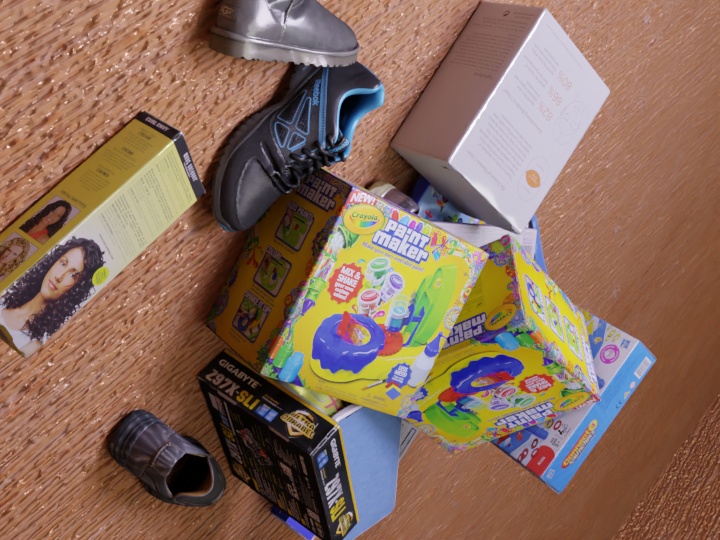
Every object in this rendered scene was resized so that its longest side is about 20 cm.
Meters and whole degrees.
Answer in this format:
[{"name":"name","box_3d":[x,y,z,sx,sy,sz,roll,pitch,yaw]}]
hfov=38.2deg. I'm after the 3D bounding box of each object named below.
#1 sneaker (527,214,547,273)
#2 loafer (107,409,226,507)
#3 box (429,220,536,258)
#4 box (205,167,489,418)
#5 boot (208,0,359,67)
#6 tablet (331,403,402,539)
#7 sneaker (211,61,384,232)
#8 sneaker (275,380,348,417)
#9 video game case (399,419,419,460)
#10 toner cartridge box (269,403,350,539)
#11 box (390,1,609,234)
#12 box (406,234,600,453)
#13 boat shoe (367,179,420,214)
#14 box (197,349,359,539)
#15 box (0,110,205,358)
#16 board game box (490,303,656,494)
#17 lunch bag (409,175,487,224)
[{"name":"sneaker","box_3d":[0.194,-0.024,1.377,0.078,0.070,0.202,-25,100,-34]},{"name":"loafer","box_3d":[-0.180,0.208,1.051,0.073,0.072,0.200,-56,152,-10]},{"name":"box","box_3d":[0.132,-0.036,1.230,0.199,0.039,0.042,0,97,-42]},{"name":"box","box_3d":[-0.012,0.018,1.038,0.199,0.122,0.194,22,97,-40]},{"name":"boot","box_3d":[-0.043,-0.273,0.853,0.181,0.072,0.202,-14,121,-56]},{"name":"tablet","box_3d":[0.004,0.235,1.246,0.130,0.014,0.202,-24,128,-43]},{"name":"sneaker","box_3d":[-0.058,-0.115,0.943,0.201,0.082,0.073,-55,152,-8]},{"name":"sneaker","box_3d":[-0.045,0.137,1.204,0.091,0.078,0.200,-65,156,-10]},{"name":"video game case","box_3d":[0.066,0.176,1.470,0.201,0.022,0.182,-57,151,-5]},{"name":"toner cartridge box","box_3d":[-0.029,0.238,1.303,0.200,0.043,0.095,-52,-171,-14]},{"name":"box","box_3d":[0.158,-0.172,1.165,0.152,0.106,0.201,39,82,-39]},{"name":"box","box_3d":[0.137,0.091,1.189,0.199,0.123,0.192,-25,137,25]},{"name":"boat shoe","box_3d":[0.000,0.000,1.158,0.073,0.065,0.201,5,112,-61]},{"name":"box","box_3d":[-0.083,0.193,1.102,0.049,0.159,0.201,-43,146,-27]},{"name":"box","box_3d":[-0.212,-0.030,0.807,0.200,0.050,0.076,-48,149,-23]},{"name":"board game box","box_3d":[0.224,0.135,1.279,0.201,0.195,0.056,-53,132,-4]},{"name":"lunch bag","box_3d":[0.089,-0.030,1.270,0.200,0.094,0.151,39,77,-49]}]
